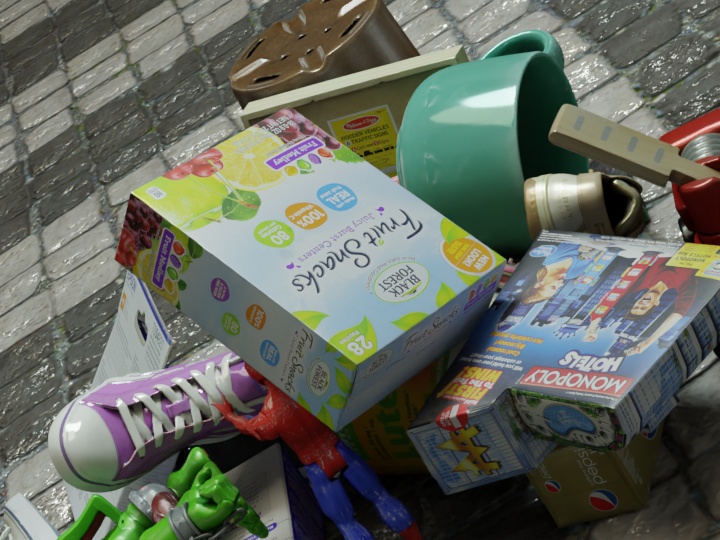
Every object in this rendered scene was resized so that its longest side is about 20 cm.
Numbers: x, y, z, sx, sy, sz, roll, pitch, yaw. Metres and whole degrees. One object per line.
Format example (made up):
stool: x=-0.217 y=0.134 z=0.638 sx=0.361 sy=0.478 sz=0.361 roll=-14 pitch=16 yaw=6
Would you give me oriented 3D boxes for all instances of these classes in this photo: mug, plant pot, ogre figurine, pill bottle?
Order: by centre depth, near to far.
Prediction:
ogre figurine: x=-0.136 y=0.178 z=1.486 sx=0.120 sy=0.098 sz=0.200 roll=-39 pitch=24 yaw=-6
pill bottle: x=0.034 y=0.090 z=1.578 sx=0.199 sy=0.111 sz=0.111 roll=-8 pitch=34 yaw=43
mug: x=0.101 y=-0.088 z=1.684 sx=0.114 sy=0.153 sz=0.185 roll=-8 pitch=15 yaw=25
plant pot: x=-0.002 y=-0.125 z=1.912 sx=0.199 sy=0.199 sz=0.201 roll=-26 pitch=25 yaw=13

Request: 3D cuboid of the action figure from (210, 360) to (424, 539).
action figure: x=-0.027 y=0.128 z=1.477 sx=0.065 sy=0.201 sz=0.099 roll=-38 pitch=21 yaw=-12

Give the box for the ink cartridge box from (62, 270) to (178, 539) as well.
ink cartridge box: x=-0.180 y=0.115 z=1.744 sx=0.200 sy=0.040 sz=0.201 roll=-126 pitch=53 yaw=-65

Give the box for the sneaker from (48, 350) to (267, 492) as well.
sneaker: x=-0.120 y=0.088 z=1.528 sx=0.200 sy=0.073 sz=0.114 roll=-22 pitch=-5 yaw=-47

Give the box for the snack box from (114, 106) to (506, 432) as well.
snack box: x=-0.032 y=-0.007 z=1.450 sx=0.199 sy=0.068 sz=0.168 roll=36 pitch=43 yaw=20

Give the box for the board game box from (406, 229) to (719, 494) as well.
board game box: x=0.135 y=0.064 z=1.411 sx=0.200 sy=0.062 sz=0.199 roll=-45 pitch=29 yaw=-24

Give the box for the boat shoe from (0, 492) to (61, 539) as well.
boat shoe: x=-0.253 y=0.247 z=1.697 sx=0.086 sy=0.075 sz=0.202 roll=-40 pitch=35 yaw=-7

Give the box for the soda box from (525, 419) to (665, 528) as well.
soda box: x=0.166 y=0.081 z=1.494 sx=0.067 sy=0.064 sz=0.201 roll=-18 pitch=28 yaw=29

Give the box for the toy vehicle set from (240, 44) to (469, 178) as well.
toy vehicle set: x=0.013 y=-0.100 z=1.800 sx=0.199 sy=0.125 sz=0.027 roll=-13 pitch=23 yaw=24

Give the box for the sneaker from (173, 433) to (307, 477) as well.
sneaker: x=-0.112 y=0.122 z=1.711 sx=0.199 sy=0.099 sz=0.071 roll=-17 pitch=31 yaw=34

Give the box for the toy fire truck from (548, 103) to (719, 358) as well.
toy fire truck: x=0.228 y=-0.061 z=1.513 sx=0.128 sy=0.201 sz=0.176 roll=-24 pitch=26 yaw=16

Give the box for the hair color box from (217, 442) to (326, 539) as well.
hair color box: x=-0.079 y=0.216 z=1.543 sx=0.109 sy=0.065 sz=0.200 roll=-31 pitch=23 yaw=8

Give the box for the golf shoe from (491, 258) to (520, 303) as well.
golf shoe: x=0.045 y=0.030 z=1.652 sx=0.199 sy=0.073 sz=0.093 roll=8 pitch=79 yaw=26

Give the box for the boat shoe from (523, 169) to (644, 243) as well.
boat shoe: x=0.177 y=-0.037 z=1.603 sx=0.064 sy=0.073 sz=0.200 roll=-13 pitch=-12 yaw=20

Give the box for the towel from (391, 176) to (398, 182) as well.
towel: x=-0.007 y=0.028 z=1.754 sx=0.146 sy=0.030 sz=0.202 roll=-16 pitch=60 yaw=33

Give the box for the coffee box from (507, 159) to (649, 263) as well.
coffee box: x=0.128 y=-0.035 z=1.774 sx=0.199 sy=0.044 sz=0.123 roll=-29 pitch=26 yaw=11
